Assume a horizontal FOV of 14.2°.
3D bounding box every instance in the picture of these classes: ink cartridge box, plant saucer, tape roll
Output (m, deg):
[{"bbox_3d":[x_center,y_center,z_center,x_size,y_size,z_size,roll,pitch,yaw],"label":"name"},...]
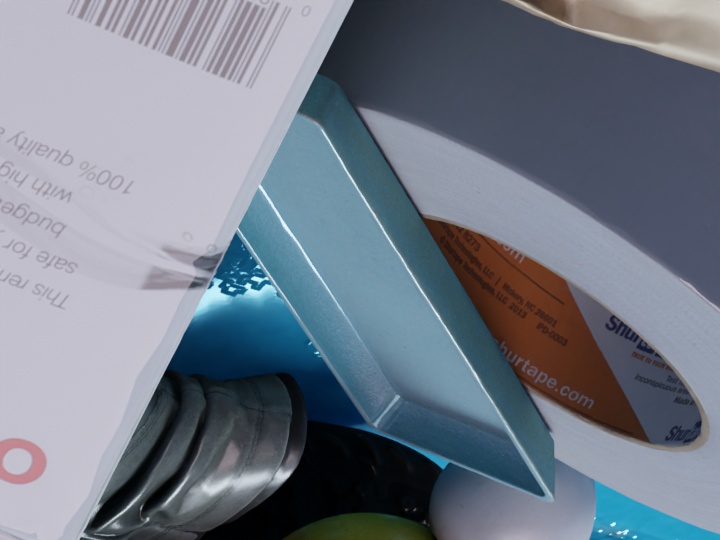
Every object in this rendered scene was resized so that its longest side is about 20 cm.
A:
[{"bbox_3d":[-0.091,-0.056,0.651,0.146,0.084,0.200,23,113,-15],"label":"ink cartridge box"},{"bbox_3d":[0.000,0.000,0.790,0.070,0.019,0.200,21,159,33],"label":"plant saucer"},{"bbox_3d":[0.066,-0.008,0.789,0.066,0.200,0.200,-54,143,-16],"label":"tape roll"}]

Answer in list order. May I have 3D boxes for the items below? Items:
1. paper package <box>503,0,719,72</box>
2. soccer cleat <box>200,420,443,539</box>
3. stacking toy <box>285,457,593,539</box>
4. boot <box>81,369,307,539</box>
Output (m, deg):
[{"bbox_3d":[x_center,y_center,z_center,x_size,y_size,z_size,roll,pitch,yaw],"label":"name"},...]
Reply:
[{"bbox_3d":[0.097,-0.173,0.585,0.103,0.191,0.200,18,134,-36],"label":"paper package"},{"bbox_3d":[-0.064,0.097,0.998,0.199,0.068,0.073,-7,161,-7],"label":"soccer cleat"},{"bbox_3d":[-0.005,0.125,0.908,0.200,0.146,0.146,-45,136,4],"label":"stacking toy"},{"bbox_3d":[-0.118,0.078,0.851,0.200,0.068,0.130,-31,144,30],"label":"boot"}]
